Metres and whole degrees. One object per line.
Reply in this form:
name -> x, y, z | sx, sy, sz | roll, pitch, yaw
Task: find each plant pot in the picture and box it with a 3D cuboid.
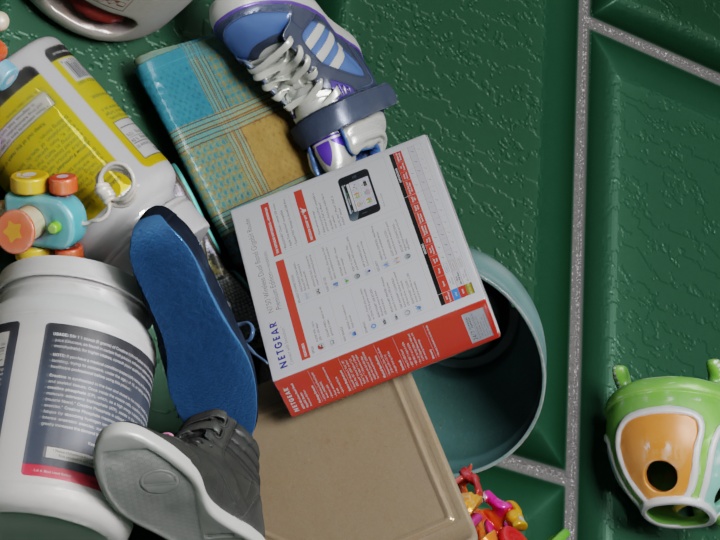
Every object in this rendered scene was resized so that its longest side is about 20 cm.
plant pot -> 0.072, 0.060, 1.697 | 0.201, 0.200, 0.134 | 49, 25, -8

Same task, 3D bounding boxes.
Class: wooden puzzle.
wooden puzzle -> -0.024, 0.165, 1.532 | 0.184, 0.037, 0.201 | -23, 63, 0

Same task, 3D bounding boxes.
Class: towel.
towel -> -0.106, -0.112, 1.726 | 0.146, 0.022, 0.201 | -24, 87, -46

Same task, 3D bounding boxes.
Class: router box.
router box -> 0.000, 0.000, 1.577 | 0.049, 0.178, 0.201 | 65, 6, -46

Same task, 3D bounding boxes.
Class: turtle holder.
turtle holder -> 0.295, 0.174, 1.836 | 0.139, 0.186, 0.133 | 3, 65, 1

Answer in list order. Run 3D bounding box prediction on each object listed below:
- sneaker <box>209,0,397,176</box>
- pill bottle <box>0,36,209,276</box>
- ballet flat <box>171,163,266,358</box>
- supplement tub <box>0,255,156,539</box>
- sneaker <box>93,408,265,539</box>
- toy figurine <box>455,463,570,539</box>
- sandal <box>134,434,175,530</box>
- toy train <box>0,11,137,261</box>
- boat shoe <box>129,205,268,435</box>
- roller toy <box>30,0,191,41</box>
sneaker -> -0.045, -0.156, 1.724 | 0.199, 0.080, 0.148 | 22, 45, -53
pill bottle -> -0.220, -0.077, 1.566 | 0.200, 0.114, 0.114 | 48, 52, 3
ballet flat -> -0.133, 0.008, 1.649 | 0.072, 0.072, 0.201 | -35, 92, -38
supplement tub -> -0.229, 0.105, 1.485 | 0.139, 0.140, 0.202 | 20, 62, -27
sneaker -> -0.135, 0.138, 1.450 | 0.200, 0.070, 0.100 | 47, 29, -46
toy figurine -> 0.064, 0.191, 1.606 | 0.184, 0.150, 0.200 | 48, 23, 10
sandal -> -0.122, 0.166, 1.589 | 0.199, 0.055, 0.082 | -19, 68, -39
toy train -> -0.271, -0.091, 1.487 | 0.200, 0.150, 0.056 | 44, 31, 5
boat shoe -> -0.118, 0.040, 1.505 | 0.069, 0.083, 0.202 | -90, 169, -66
roller toy -> -0.202, -0.299, 1.670 | 0.182, 0.139, 0.201 | -31, 90, -38
